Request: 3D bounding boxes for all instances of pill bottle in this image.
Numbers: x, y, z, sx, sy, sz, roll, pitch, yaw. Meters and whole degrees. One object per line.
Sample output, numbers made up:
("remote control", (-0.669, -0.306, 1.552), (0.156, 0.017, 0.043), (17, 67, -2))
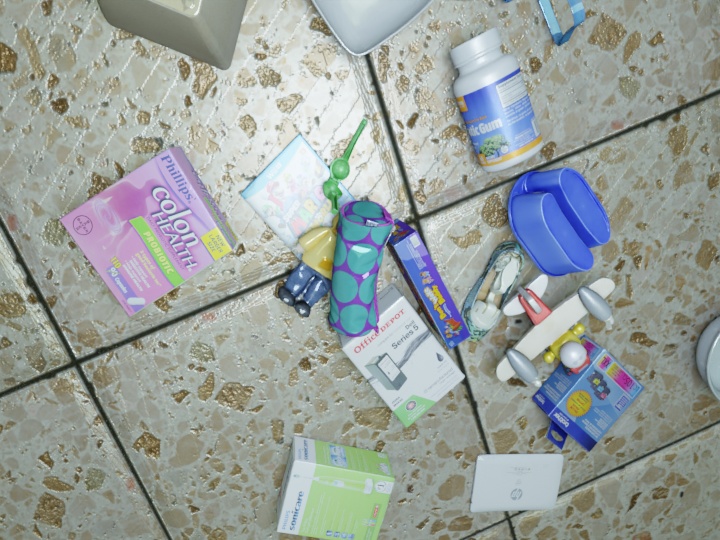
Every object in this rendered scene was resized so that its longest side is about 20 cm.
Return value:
("pill bottle", (0.217, -0.278, 0.864), (0.110, 0.112, 0.205), (-26, 105, -2))

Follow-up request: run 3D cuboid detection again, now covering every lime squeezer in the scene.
("lime squeezer", (-0.034, -0.162, 0.863), (0.037, 0.071, 0.205), (20, 58, -5))

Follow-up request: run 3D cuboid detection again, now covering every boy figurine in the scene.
("boy figurine", (-0.053, -0.019, 0.891), (0.123, 0.065, 0.201), (38, 98, -12))

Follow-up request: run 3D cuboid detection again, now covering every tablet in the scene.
("tablet", (0.328, 0.446, 1.105), (0.193, 0.014, 0.135), (3, 103, -9))

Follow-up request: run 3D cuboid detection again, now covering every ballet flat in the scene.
("ballet flat", (0.241, 0.043, 0.967), (0.072, 0.074, 0.206), (19, 99, -13))

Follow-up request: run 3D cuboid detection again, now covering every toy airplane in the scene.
("toy airplane", (0.345, 0.109, 0.931), (0.192, 0.142, 0.206), (-1, 119, -13))

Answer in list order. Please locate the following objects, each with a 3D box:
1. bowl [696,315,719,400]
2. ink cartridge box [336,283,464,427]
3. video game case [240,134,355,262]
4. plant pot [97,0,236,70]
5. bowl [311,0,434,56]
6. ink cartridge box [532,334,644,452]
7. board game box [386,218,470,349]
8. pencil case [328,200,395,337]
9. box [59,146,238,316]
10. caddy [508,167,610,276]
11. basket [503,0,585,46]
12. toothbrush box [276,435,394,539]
("bowl", (0.755, 0.162, 1.064), (0.194, 0.090, 0.209), (-2, 103, -9))
("ink cartridge box", (0.071, 0.153, 0.957), (0.144, 0.084, 0.201), (-39, 106, 2))
("video game case", (-0.088, -0.105, 0.906), (0.143, 0.018, 0.201), (-42, 106, 3))
("plant pot", (-0.256, -0.423, 0.722), (0.194, 0.177, 0.206), (17, 100, -12))
("bowl", (0.008, -0.458, 0.808), (0.198, 0.075, 0.202), (-36, 106, 2))
("ink cartridge box", (0.439, 0.256, 1.046), (0.135, 0.076, 0.202), (37, 97, -15))
("board game box", (0.108, 0.019, 0.906), (0.044, 0.135, 0.204), (-30, 106, 0))
("pencil case", (0.000, 0.000, 0.836), (0.089, 0.086, 0.206), (9, 116, 1))
("box", (-0.325, -0.064, 0.838), (0.196, 0.097, 0.179), (-31, 106, -1))
("caddy", (0.346, -0.085, 0.937), (0.142, 0.104, 0.201), (-47, 107, -20))
("basket", (0.283, -0.456, 0.807), (0.136, 0.176, 0.204), (-28, 93, 14))
("toothbrush box", (-0.050, 0.419, 1.001), (0.193, 0.086, 0.150), (13, 102, -12))
